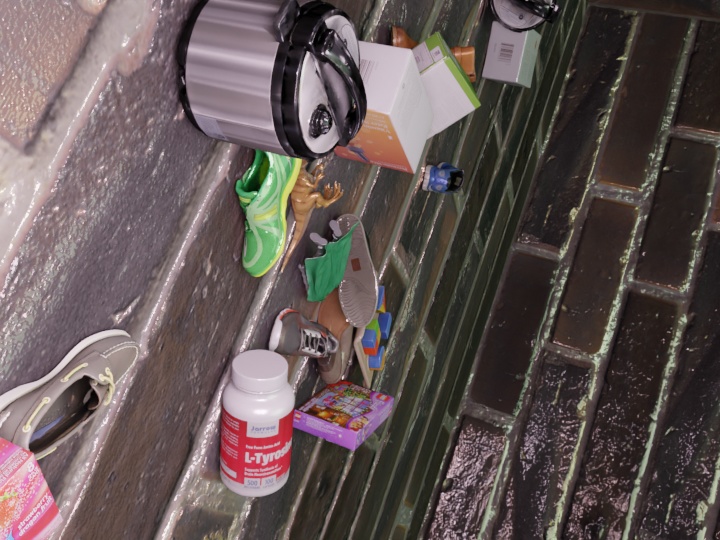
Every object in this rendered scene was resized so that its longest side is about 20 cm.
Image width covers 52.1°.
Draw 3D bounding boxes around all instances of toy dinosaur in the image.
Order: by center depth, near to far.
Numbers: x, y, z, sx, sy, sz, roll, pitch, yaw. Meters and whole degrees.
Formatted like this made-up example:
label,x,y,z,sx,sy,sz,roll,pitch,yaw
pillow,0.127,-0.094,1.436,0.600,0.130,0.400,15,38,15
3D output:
label,x,y,z,sx,sy,sz,roll,pitch,yaw
toy dinosaur,-0.087,-0.107,1.175,0.104,0.060,0.203,-14,128,-27

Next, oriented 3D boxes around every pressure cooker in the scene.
label,x,y,z,sx,sy,sz,roll,pitch,yaw
pressure cooker,-0.086,-0.220,0.846,0.175,0.196,0.183,-28,130,-62
pressure cooker,0.417,-0.706,1.873,0.201,0.172,0.182,-58,135,-59

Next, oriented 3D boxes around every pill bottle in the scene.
label,x,y,z,sx,sy,sz,roll,pitch,yaw
pill bottle,-0.157,0.230,1.122,0.112,0.110,0.204,-37,138,-58

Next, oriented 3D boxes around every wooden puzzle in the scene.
label,x,y,z,sx,sy,sz,roll,pitch,yaw
wooden puzzle,0.032,0.131,1.595,0.202,0.045,0.188,81,18,-50

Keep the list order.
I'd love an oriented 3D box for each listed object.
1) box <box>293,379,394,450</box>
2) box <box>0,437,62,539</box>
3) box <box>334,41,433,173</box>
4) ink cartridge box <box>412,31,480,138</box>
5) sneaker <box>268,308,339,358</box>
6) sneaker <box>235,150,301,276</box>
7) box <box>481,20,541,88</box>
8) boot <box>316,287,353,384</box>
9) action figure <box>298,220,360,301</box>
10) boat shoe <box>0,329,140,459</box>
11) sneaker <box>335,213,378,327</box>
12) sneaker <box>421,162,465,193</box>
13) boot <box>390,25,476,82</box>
label,x,y,z,sx,sy,sz,roll,pitch,yaw
box,-0.030,0.280,1.459,0.199,0.134,0.040,-24,128,-65
box,-0.361,0.240,0.612,0.201,0.094,0.101,-53,150,-45
box,0.017,-0.257,1.159,0.200,0.149,0.108,49,58,-65
ink cartridge box,0.100,-0.317,1.360,0.147,0.198,0.077,38,28,-49
sneaker,-0.089,0.114,1.263,0.199,0.080,0.079,13,93,-70
sneaker,-0.142,-0.092,1.021,0.082,0.074,0.204,-1,110,-43
box,0.432,-0.612,2.096,0.199,0.104,0.156,-20,122,-66
boot,-0.040,0.120,1.437,0.146,0.069,0.204,53,55,-73
action figure,-0.063,-0.002,1.250,0.117,0.055,0.201,-32,157,-26
boat shoe,-0.293,0.127,0.762,0.202,0.059,0.074,-42,142,-56
sneaker,0.000,0.000,1.351,0.106,0.073,0.205,5,79,-81
sneaker,0.221,-0.222,1.836,0.199,0.088,0.080,-26,130,-64
boot,0.138,-0.398,1.381,0.200,0.152,0.078,55,36,-65
